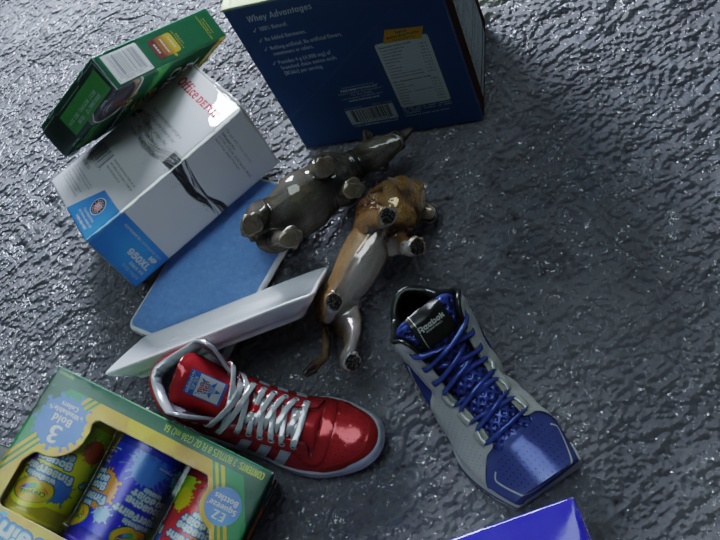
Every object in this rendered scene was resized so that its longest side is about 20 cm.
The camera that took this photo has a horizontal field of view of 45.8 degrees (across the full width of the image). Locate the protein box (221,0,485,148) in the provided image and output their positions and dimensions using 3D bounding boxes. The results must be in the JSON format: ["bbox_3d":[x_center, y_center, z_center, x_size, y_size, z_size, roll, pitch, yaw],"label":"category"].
[{"bbox_3d":[0.005,-0.245,0.828,0.197,0.200,0.136,-6,58,19],"label":"protein box"}]

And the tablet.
[{"bbox_3d":[-0.138,-0.009,0.862,0.129,0.014,0.201,16,67,30],"label":"tablet"}]

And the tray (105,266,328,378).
[{"bbox_3d":[-0.122,0.051,0.769,0.198,0.107,0.022,-21,99,9],"label":"tray"}]

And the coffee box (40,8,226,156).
[{"bbox_3d":[-0.238,-0.206,0.914,0.123,0.044,0.200,-36,9,37],"label":"coffee box"}]

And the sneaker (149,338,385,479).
[{"bbox_3d":[-0.084,0.114,0.702,0.198,0.113,0.072,5,63,26],"label":"sneaker"}]

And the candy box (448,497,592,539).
[{"bbox_3d":[0.083,0.269,0.562,0.198,0.077,0.170,-22,54,10],"label":"candy box"}]

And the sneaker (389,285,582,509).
[{"bbox_3d":[0.075,0.082,0.654,0.080,0.115,0.200,-37,54,-1],"label":"sneaker"}]

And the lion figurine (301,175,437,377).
[{"bbox_3d":[0.000,0.000,0.758,0.201,0.072,0.122,-53,14,-3],"label":"lion figurine"}]

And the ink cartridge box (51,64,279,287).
[{"bbox_3d":[-0.204,-0.104,0.891,0.200,0.084,0.145,-41,44,-4],"label":"ink cartridge box"}]

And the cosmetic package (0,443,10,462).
[{"bbox_3d":[-0.347,0.257,0.732,0.106,0.090,0.202,-15,58,34],"label":"cosmetic package"}]

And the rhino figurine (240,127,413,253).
[{"bbox_3d":[-0.030,-0.083,0.814,0.199,0.087,0.060,-37,98,-10],"label":"rhino figurine"}]

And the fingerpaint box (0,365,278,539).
[{"bbox_3d":[-0.191,0.197,0.677,0.199,0.073,0.168,25,71,7],"label":"fingerpaint box"}]
